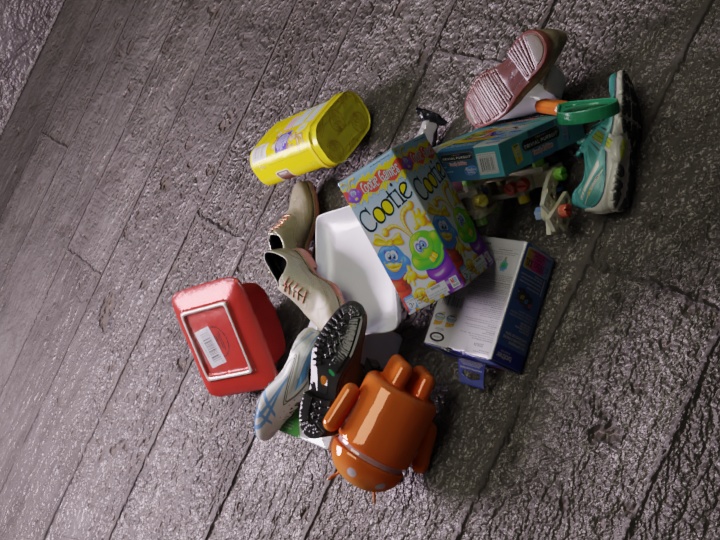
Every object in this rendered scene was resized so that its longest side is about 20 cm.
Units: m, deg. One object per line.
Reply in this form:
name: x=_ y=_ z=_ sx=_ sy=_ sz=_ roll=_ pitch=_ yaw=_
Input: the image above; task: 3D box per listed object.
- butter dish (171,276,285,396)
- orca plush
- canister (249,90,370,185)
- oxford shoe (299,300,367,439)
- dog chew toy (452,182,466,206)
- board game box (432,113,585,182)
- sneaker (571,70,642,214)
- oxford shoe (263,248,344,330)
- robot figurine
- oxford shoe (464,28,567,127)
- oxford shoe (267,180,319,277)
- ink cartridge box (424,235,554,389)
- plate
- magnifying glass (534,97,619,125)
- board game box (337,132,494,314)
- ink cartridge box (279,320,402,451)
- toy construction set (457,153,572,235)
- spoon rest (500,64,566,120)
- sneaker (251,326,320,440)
butter dish: x=-0.204 y=0.098 z=1.762 sx=0.197 sy=0.147 sz=0.203 roll=-15 pitch=101 yaw=41
orca plush: x=0.064 y=-0.169 z=1.652 sx=0.071 sy=0.104 sz=0.203 roll=168 pitch=120 yaw=-77
canister: x=-0.094 y=-0.234 z=1.818 sx=0.198 sy=0.087 sz=0.149 roll=-12 pitch=34 yaw=47
oxford shoe: x=-0.026 y=0.141 z=1.457 sx=0.072 sy=0.084 sz=0.203 roll=25 pitch=101 yaw=40
dog chew toy: x=0.105 y=-0.097 z=1.533 sx=0.200 sy=0.124 sz=0.125 roll=-48 pitch=43 yaw=13
board game box: x=0.198 y=-0.175 z=1.420 sx=0.149 sy=0.199 sz=0.048 roll=-1 pitch=109 yaw=46
sneaker: x=0.327 y=-0.175 z=1.353 sx=0.079 sy=0.077 sz=0.204 roll=3 pitch=72 yaw=36
oxford shoe: x=-0.087 y=0.035 z=1.526 sx=0.200 sy=0.073 sz=0.072 roll=47 pitch=120 yaw=45
robot figurine: x=0.034 y=0.223 z=1.418 sx=0.116 sy=0.143 sz=0.202 roll=30 pitch=93 yaw=37
oxford shoe: x=0.224 y=-0.271 z=1.445 sx=0.200 sy=0.074 sz=0.071 roll=-39 pitch=76 yaw=51
oxford shoe: x=-0.121 y=-0.074 z=1.783 sx=0.071 sy=0.073 sz=0.203 roll=-33 pitch=46 yaw=52
ink cartridge box: x=0.174 y=0.059 z=1.410 sx=0.135 sy=0.076 sz=0.203 roll=10 pitch=77 yaw=50
plate: x=0.000 y=0.000 z=1.503 sx=0.198 sy=0.032 sz=0.204 roll=-14 pitch=73 yaw=51
magnifying glass: x=0.281 y=-0.217 z=1.354 sx=0.200 sy=0.078 sz=0.023 roll=-138 pitch=33 yaw=-75
board game box: x=0.077 y=-0.064 z=1.362 sx=0.102 sy=0.105 sz=0.202 roll=-28 pitch=92 yaw=35
ink cartridge box: x=-0.036 y=0.174 z=1.574 sx=0.145 sy=0.083 sz=0.203 roll=9 pitch=77 yaw=48
toy construction set: x=0.216 y=-0.110 z=1.418 sx=0.198 sy=0.130 sz=0.094 roll=11 pitch=119 yaw=40
spoon rest: x=0.242 y=-0.265 z=1.528 sx=0.199 sy=0.060 sz=0.101 roll=3 pitch=71 yaw=62
sneaker: x=-0.101 y=0.182 z=1.527 sx=0.072 sy=0.072 sz=0.202 roll=37 pitch=109 yaw=19
